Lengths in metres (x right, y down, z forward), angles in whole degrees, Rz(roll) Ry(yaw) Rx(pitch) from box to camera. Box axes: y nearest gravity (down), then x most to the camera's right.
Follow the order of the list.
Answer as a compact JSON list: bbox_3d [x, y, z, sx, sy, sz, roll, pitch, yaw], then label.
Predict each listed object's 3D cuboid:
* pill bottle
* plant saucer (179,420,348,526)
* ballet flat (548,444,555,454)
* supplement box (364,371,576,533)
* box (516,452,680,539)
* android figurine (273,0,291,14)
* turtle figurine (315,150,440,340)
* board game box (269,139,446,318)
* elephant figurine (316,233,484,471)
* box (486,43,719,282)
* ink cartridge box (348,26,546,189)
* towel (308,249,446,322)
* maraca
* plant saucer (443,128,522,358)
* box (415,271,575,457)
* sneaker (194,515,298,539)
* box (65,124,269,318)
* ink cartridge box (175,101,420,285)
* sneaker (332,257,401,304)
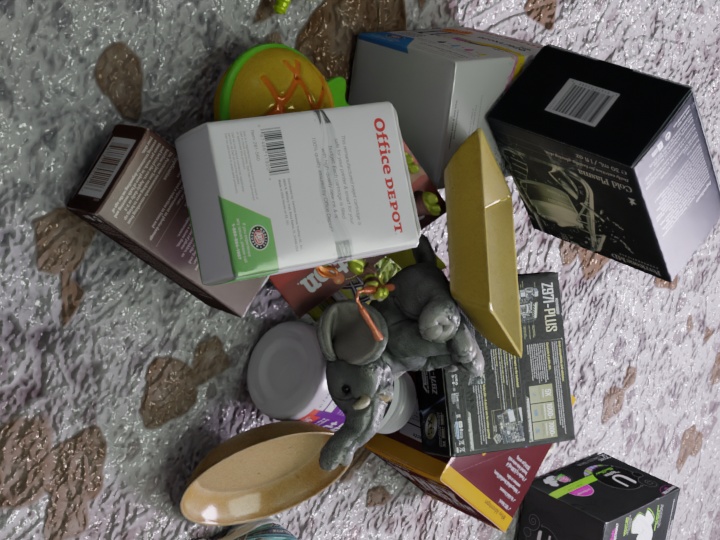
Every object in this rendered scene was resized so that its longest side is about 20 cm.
[{"bbox_3d":[-0.026,0.131,1.715,0.200,0.111,0.112,21,90,-50],"label":"pill bottle"},{"bbox_3d":[-0.107,0.217,1.656,0.200,0.035,0.200,-17,150,-10],"label":"plant saucer"},{"bbox_3d":[0.199,0.276,2.073,0.200,0.067,0.062,-20,142,-41],"label":"ballet flat"},{"bbox_3d":[0.140,0.191,1.912,0.200,0.133,0.197,-60,139,-12],"label":"supplement box"},{"bbox_3d":[0.348,0.369,2.210,0.200,0.148,0.125,-11,116,-46],"label":"box"},{"bbox_3d":[-0.054,-0.360,1.530,0.182,0.041,0.200,29,83,-50],"label":"android figurine"},{"bbox_3d":[0.003,-0.040,1.538,0.161,0.064,0.200,-36,93,-21],"label":"turtle figurine"},{"bbox_3d":[-0.014,-0.048,1.591,0.200,0.019,0.103,-36,108,0],"label":"board game box"},{"bbox_3d":[0.016,0.087,1.583,0.200,0.155,0.142,-26,114,7],"label":"elephant figurine"},{"bbox_3d":[0.271,-0.118,1.648,0.124,0.200,0.197,-51,139,-17],"label":"box"},{"bbox_3d":[0.106,-0.189,1.699,0.200,0.147,0.145,-13,117,-46],"label":"ink cartridge box"},{"bbox_3d":[0.004,0.004,1.724,0.200,0.086,0.018,-27,157,-40],"label":"towel"},{"bbox_3d":[-0.073,-0.157,1.542,0.200,0.107,0.137,12,90,-52],"label":"maraca"},{"bbox_3d":[0.129,-0.023,1.606,0.200,0.048,0.200,50,36,-66],"label":"plant saucer"},{"bbox_3d":[0.152,0.107,1.758,0.163,0.086,0.200,-6,90,-20],"label":"box"},{"bbox_3d":[-0.147,0.338,1.685,0.200,0.086,0.078,-29,126,-38],"label":"sneaker"},{"bbox_3d":[-0.175,-0.048,1.468,0.200,0.075,0.100,38,76,-33],"label":"box"},{"bbox_3d":[-0.058,-0.073,1.426,0.200,0.084,0.146,-10,88,-29],"label":"ink cartridge box"},{"bbox_3d":[0.000,0.000,1.649,0.200,0.076,0.076,25,48,-23],"label":"sneaker"}]
